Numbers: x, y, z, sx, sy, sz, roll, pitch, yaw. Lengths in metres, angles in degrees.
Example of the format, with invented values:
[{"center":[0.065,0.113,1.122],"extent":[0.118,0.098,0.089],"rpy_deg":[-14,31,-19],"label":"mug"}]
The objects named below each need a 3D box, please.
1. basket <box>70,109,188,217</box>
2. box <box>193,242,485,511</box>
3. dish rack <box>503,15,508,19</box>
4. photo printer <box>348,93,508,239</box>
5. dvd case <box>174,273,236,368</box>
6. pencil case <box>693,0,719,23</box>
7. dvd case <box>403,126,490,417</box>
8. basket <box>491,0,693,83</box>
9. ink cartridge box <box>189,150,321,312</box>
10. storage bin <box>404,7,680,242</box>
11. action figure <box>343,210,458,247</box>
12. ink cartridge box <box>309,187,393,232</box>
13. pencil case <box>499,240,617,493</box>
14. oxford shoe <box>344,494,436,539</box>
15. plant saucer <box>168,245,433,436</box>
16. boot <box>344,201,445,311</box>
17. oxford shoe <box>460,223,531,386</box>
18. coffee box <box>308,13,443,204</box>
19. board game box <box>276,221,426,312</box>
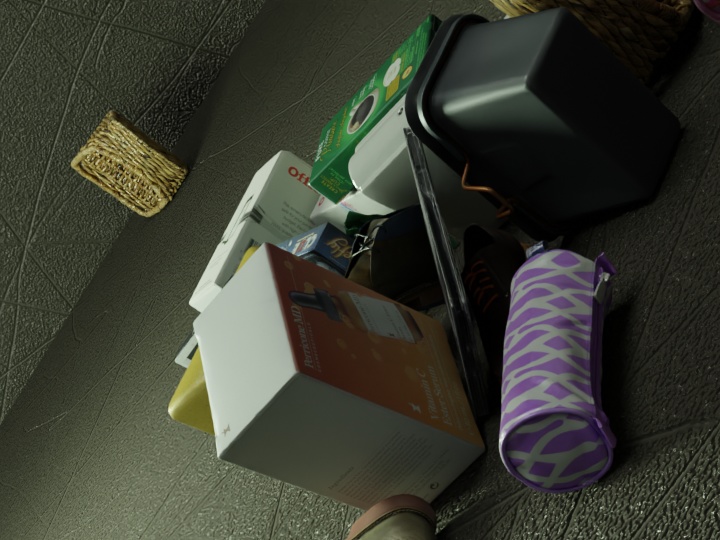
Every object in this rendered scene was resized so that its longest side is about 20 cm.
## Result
[{"center":[-0.463,-0.201,3.158],"extent":[0.149,0.200,0.143],"rpy_deg":[-52,18,5],"label":"basket"},{"center":[-0.019,0.094,1.279],"extent":[0.106,0.199,0.153],"rpy_deg":[-46,38,26],"label":"box"},{"center":[0.194,-0.256,1.678],"extent":[0.200,0.043,0.172],"rpy_deg":[-51,18,16],"label":"dish rack"},{"center":[0.110,-0.124,1.457],"extent":[0.200,0.166,0.070],"rpy_deg":[-43,39,34],"label":"photo printer"},{"center":[-0.096,0.082,1.613],"extent":[0.200,0.149,0.025],"rpy_deg":[-48,18,58],"label":"dvd case"},{"center":[0.306,-0.284,1.340],"extent":[0.087,0.087,0.201],"rpy_deg":[-47,19,26],"label":"pencil case"},{"center":[0.072,-0.001,1.302],"extent":[0.016,0.149,0.201],"rpy_deg":[-14,49,2],"label":"dvd case"},{"center":[0.201,-0.273,1.381],"extent":[0.149,0.199,0.143],"rpy_deg":[-54,14,2],"label":"basket"},{"center":[-0.087,-0.014,1.833],"extent":[0.084,0.146,0.201],"rpy_deg":[-33,27,56],"label":"ink cartridge box"},{"center":[0.154,-0.119,1.289],"extent":[0.134,0.200,0.146],"rpy_deg":[-9,48,55],"label":"storage bin"},{"center":[0.016,-0.019,1.664],"extent":[0.200,0.117,0.055],"rpy_deg":[152,137,-74],"label":"action figure"},{"center":[0.043,-0.115,1.762],"extent":[0.200,0.084,0.146],"rpy_deg":[-25,35,59],"label":"ink cartridge box"},{"center":[0.147,0.068,1.141],"extent":[0.085,0.084,0.201],"rpy_deg":[-20,33,24],"label":"pencil case"},{"center":[-0.015,0.263,1.241],"extent":[0.200,0.071,0.074],"rpy_deg":[-50,20,19],"label":"oxford shoe"},{"center":[-0.050,0.079,1.459],"extent":[0.049,0.199,0.201],"rpy_deg":[102,-169,-60],"label":"plant saucer"},{"center":[0.000,0.000,1.410],"extent":[0.199,0.098,0.074],"rpy_deg":[-14,0,-39],"label":"boot"},{"center":[0.112,0.028,1.316],"extent":[0.071,0.072,0.200],"rpy_deg":[-48,18,21],"label":"oxford shoe"},{"center":[0.026,-0.173,1.699],"extent":[0.200,0.044,0.123],"rpy_deg":[-44,21,30],"label":"coffee box"},{"center":[-0.028,0.017,1.625],"extent":[0.035,0.135,0.200],"rpy_deg":[-62,17,-20],"label":"board game box"}]
